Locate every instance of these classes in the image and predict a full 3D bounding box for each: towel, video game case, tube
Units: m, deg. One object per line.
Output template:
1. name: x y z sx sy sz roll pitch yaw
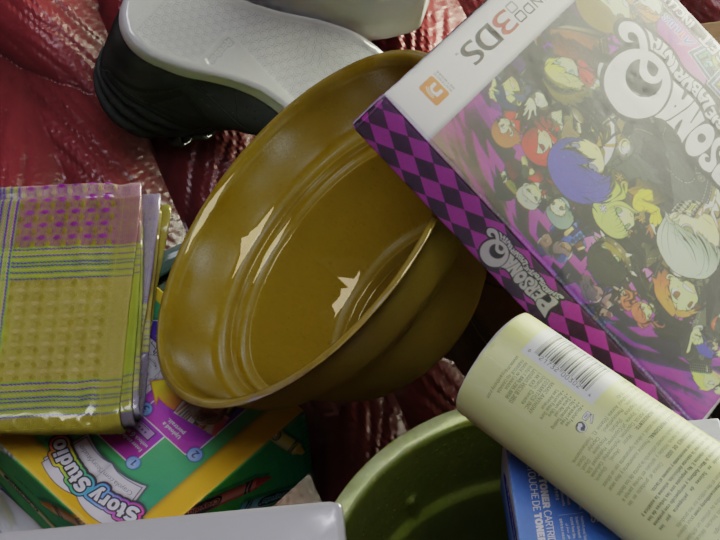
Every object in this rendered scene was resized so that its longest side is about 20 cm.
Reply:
1. towel: -0.195 0.022 1.233 0.199 0.023 0.144 -3 56 6
2. video game case: 0.119 -0.046 1.136 0.200 0.036 0.181 47 51 -1
3. tube: 0.130 0.094 1.013 0.200 0.052 0.058 35 105 18

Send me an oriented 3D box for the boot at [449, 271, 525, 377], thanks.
1. boot: 0.113 0.043 1.221 0.068 0.188 0.200 -16 64 -37

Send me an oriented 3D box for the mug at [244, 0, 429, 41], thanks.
1. mug: -0.040 -0.198 1.400 0.175 0.200 0.148 16 101 1

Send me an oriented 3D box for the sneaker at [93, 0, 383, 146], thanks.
1. sneaker: -0.059 -0.098 1.407 0.199 0.099 0.071 21 66 -22

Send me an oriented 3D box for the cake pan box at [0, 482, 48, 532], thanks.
1. cake pan box: -0.166 0.170 1.247 0.199 0.052 0.184 -27 57 -15

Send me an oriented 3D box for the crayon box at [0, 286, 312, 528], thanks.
1. crayon box: -0.135 0.063 1.253 0.119 0.058 0.200 -40 63 -22

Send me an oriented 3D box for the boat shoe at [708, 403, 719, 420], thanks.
1. boat shoe: 0.252 0.105 1.244 0.200 0.074 0.060 33 19 9

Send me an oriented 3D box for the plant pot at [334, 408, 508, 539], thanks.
1. plant pot: 0.079 0.192 1.140 0.199 0.190 0.201 -1 56 2

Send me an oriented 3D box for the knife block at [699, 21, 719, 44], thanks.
1. knife block: 0.152 -0.083 1.258 0.175 0.200 0.064 14 67 -11

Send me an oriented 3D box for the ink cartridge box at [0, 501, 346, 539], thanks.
1. ink cartridge box: -0.069 0.199 0.984 0.144 0.083 0.201 -5 60 0

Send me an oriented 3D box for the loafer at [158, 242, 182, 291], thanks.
1. loafer: -0.023 -0.002 1.341 0.199 0.072 0.063 -23 59 0

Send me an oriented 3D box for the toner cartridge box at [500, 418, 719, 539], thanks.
1. toner cartridge box: 0.115 0.160 1.021 0.094 0.043 0.201 -5 57 -3

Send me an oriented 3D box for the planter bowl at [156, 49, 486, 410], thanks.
1. planter bowl: 0.000 0.000 1.200 0.200 0.083 0.201 -34 34 27
